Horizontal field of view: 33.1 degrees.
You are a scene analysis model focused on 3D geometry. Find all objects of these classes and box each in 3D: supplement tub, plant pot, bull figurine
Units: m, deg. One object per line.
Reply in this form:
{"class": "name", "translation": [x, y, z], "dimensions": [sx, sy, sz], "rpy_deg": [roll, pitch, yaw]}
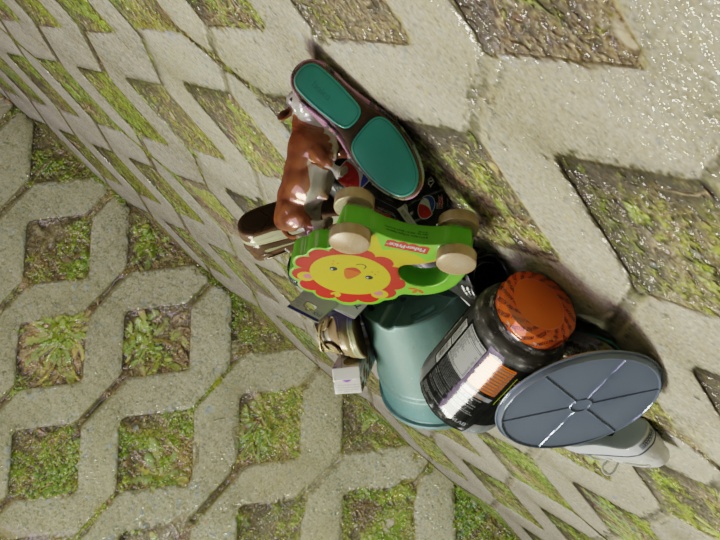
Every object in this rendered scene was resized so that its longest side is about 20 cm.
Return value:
{"class": "supplement tub", "translation": [0.163, 0.096, 1.439], "dimensions": [0.122, 0.123, 0.200], "rpy_deg": [41, 135, 5]}
{"class": "plant pot", "translation": [0.092, 0.081, 1.658], "dimensions": [0.200, 0.200, 0.196], "rpy_deg": [32, 158, 41]}
{"class": "bull figurine", "translation": [-0.053, -0.123, 1.455], "dimensions": [0.121, 0.065, 0.201], "rpy_deg": [35, 125, 37]}

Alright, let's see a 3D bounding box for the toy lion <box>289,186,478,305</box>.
{"class": "toy lion", "translation": [0.021, -0.011, 1.427], "dimensions": [0.199, 0.069, 0.192], "rpy_deg": [11, 149, -9]}

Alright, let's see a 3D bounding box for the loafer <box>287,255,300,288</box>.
{"class": "loafer", "translation": [-0.013, 0.017, 1.752], "dimensions": [0.200, 0.068, 0.070], "rpy_deg": [23, 144, -34]}

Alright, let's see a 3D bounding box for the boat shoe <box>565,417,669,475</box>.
{"class": "boat shoe", "translation": [0.350, 0.238, 1.657], "dimensions": [0.086, 0.075, 0.202], "rpy_deg": [43, 159, -19]}

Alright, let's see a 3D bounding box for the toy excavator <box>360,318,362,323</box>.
{"class": "toy excavator", "translation": [-0.014, -0.019, 1.902], "dimensions": [0.194, 0.100, 0.200], "rpy_deg": [21, 143, 57]}

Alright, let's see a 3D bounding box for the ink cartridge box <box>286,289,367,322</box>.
{"class": "ink cartridge box", "translation": [0.000, 0.000, 1.601], "dimensions": [0.039, 0.200, 0.099], "rpy_deg": [52, 166, -27]}

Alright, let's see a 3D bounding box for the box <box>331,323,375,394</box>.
{"class": "box", "translation": [-0.004, 0.121, 1.709], "dimensions": [0.200, 0.041, 0.039], "rpy_deg": [-58, -37, -72]}

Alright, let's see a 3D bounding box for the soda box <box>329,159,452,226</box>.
{"class": "soda box", "translation": [0.017, -0.108, 1.492], "dimensions": [0.200, 0.063, 0.071], "rpy_deg": [29, 163, 47]}

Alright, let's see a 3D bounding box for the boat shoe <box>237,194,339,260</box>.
{"class": "boat shoe", "translation": [-0.057, -0.064, 1.601], "dimensions": [0.075, 0.202, 0.075], "rpy_deg": [-100, -5, -47]}

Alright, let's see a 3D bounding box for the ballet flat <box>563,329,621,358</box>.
{"class": "ballet flat", "translation": [0.235, 0.094, 1.493], "dimensions": [0.072, 0.072, 0.200], "rpy_deg": [49, 167, -31]}

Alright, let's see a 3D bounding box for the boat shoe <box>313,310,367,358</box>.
{"class": "boat shoe", "translation": [-0.030, 0.086, 1.652], "dimensions": [0.200, 0.066, 0.074], "rpy_deg": [-125, 22, -87]}

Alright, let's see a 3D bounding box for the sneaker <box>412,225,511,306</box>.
{"class": "sneaker", "translation": [0.112, -0.018, 1.507], "dimensions": [0.200, 0.071, 0.099], "rpy_deg": [36, 167, 2]}

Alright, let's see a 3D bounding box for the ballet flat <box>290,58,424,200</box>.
{"class": "ballet flat", "translation": [0.001, -0.161, 1.375], "dimensions": [0.200, 0.069, 0.071], "rpy_deg": [45, -173, 4]}

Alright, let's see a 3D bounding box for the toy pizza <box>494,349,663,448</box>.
{"class": "toy pizza", "translation": [0.250, 0.143, 1.400], "dimensions": [0.200, 0.200, 0.032], "rpy_deg": [56, -164, -52]}
